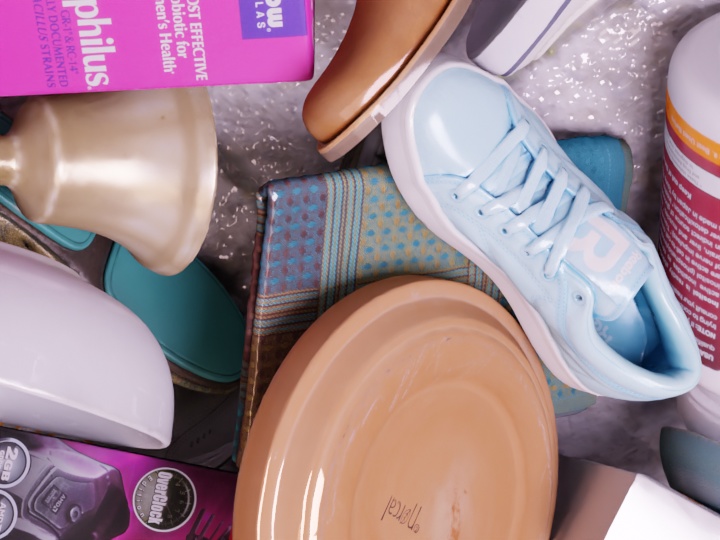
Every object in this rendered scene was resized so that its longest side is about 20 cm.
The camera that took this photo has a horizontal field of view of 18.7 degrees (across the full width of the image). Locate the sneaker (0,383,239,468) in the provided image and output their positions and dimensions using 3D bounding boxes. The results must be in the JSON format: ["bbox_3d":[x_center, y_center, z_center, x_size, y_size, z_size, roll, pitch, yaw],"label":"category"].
[{"bbox_3d":[-0.150,0.059,1.087,0.199,0.076,0.092,-5,123,2],"label":"sneaker"}]

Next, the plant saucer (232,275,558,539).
[{"bbox_3d":[0.025,0.103,0.971,0.032,0.201,0.201,7,139,44],"label":"plant saucer"}]

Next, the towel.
[{"bbox_3d":[0.035,0.013,1.010,0.199,0.022,0.148,-8,118,-30],"label":"towel"}]

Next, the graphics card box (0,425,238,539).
[{"bbox_3d":[-0.093,0.151,1.012,0.199,0.126,0.051,11,168,9],"label":"graphics card box"}]

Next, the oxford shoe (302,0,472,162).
[{"bbox_3d":[0.020,-0.140,0.900,0.071,0.071,0.201,30,83,-16],"label":"oxford shoe"}]

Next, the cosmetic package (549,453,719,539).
[{"bbox_3d":[0.133,0.129,1.061,0.082,0.200,0.051,26,85,-7],"label":"cosmetic package"}]

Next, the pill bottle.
[{"bbox_3d":[0.192,-0.013,1.005,0.112,0.113,0.201,-1,128,1],"label":"pill bottle"}]

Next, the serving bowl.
[{"bbox_3d":[-0.173,0.023,0.965,0.199,0.066,0.200,14,169,3],"label":"serving bowl"}]

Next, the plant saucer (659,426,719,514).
[{"bbox_3d":[0.225,0.136,1.042,0.200,0.200,0.028,32,84,-22],"label":"plant saucer"}]

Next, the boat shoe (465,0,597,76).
[{"bbox_3d":[0.123,-0.153,0.930,0.070,0.071,0.200,29,115,-17],"label":"boat shoe"}]

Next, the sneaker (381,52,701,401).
[{"bbox_3d":[0.090,-0.019,0.956,0.082,0.074,0.200,9,148,53],"label":"sneaker"}]

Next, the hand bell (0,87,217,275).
[{"bbox_3d":[-0.172,-0.047,0.937,0.199,0.104,0.104,-2,132,-31],"label":"hand bell"}]

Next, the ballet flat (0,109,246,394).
[{"bbox_3d":[-0.136,-0.006,1.047,0.071,0.071,0.200,-36,120,24],"label":"ballet flat"}]

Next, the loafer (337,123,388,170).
[{"bbox_3d":[0.000,0.000,1.038,0.075,0.070,0.201,-1,115,-35],"label":"loafer"}]

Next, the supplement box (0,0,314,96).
[{"bbox_3d":[-0.119,-0.142,0.915,0.199,0.104,0.102,-4,128,1],"label":"supplement box"}]
